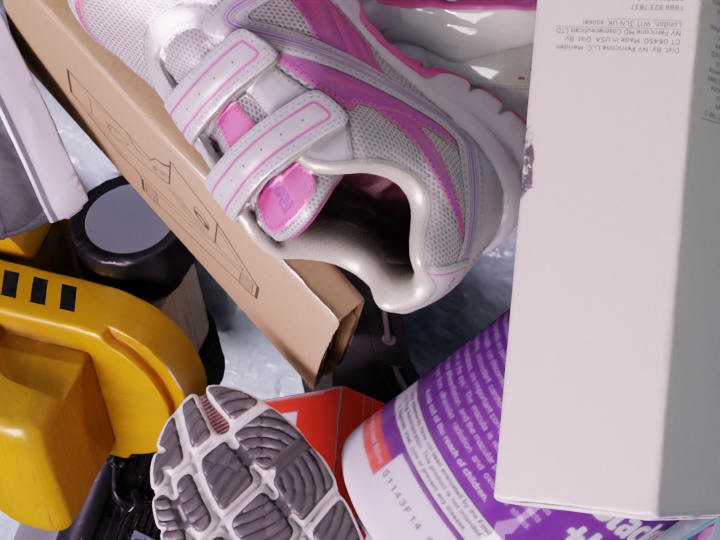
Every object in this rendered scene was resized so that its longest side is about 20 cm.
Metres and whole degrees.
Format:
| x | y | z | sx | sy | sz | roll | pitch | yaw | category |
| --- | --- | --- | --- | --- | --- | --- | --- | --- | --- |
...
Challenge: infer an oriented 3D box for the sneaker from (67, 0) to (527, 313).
| x | y | z | sx | sy | sz | roll | pitch | yaw | category |
| --- | --- | --- | --- | --- | --- | --- | --- | --- | --- |
| -0.026 | -0.059 | 0.992 | 0.200 | 0.088 | 0.081 | 33 | 131 | -4 | sneaker |

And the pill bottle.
| x | y | z | sx | sy | sz | roll | pitch | yaw | category |
| --- | --- | --- | --- | --- | --- | --- | --- | --- | --- |
| 0.100 | 0.055 | 1.097 | 0.200 | 0.111 | 0.111 | -38 | 115 | 15 | pill bottle |

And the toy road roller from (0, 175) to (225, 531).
| x | y | z | sx | sy | sz | roll | pitch | yaw | category |
| --- | --- | --- | --- | --- | --- | --- | --- | --- | --- |
| -0.167 | 0.033 | 1.260 | 0.200 | 0.146 | 0.123 | 13 | 142 | 18 | toy road roller |

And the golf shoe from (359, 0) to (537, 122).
| x | y | z | sx | sy | sz | roll | pitch | yaw | category |
| --- | --- | --- | --- | --- | --- | --- | --- | --- | --- |
| -0.010 | -0.081 | 1.067 | 0.200 | 0.075 | 0.092 | 6 | 120 | 28 | golf shoe |

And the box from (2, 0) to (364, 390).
| x | y | z | sx | sy | sz | roll | pitch | yaw | category |
| --- | --- | --- | --- | --- | --- | --- | --- | --- | --- |
| -0.075 | -0.042 | 1.106 | 0.200 | 0.021 | 0.163 | 48 | 170 | 6 | box |

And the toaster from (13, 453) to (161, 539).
| x | y | z | sx | sy | sz | roll | pitch | yaw | category |
| --- | --- | --- | --- | --- | --- | --- | --- | --- | --- |
| -0.099 | 0.187 | 1.393 | 0.181 | 0.200 | 0.119 | 29 | 148 | -18 | toaster |

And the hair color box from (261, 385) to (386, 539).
| x | y | z | sx | sy | sz | roll | pitch | yaw | category |
| --- | --- | --- | --- | --- | --- | --- | --- | --- | --- |
| 0.013 | 0.112 | 1.256 | 0.101 | 0.061 | 0.200 | -10 | 156 | 36 | hair color box |

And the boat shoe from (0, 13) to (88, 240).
| x | y | z | sx | sy | sz | roll | pitch | yaw | category |
| --- | --- | --- | --- | --- | --- | --- | --- | --- | --- |
| -0.179 | -0.099 | 1.133 | 0.200 | 0.057 | 0.069 | 65 | 172 | -24 | boat shoe |

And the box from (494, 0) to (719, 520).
| x | y | z | sx | sy | sz | roll | pitch | yaw | category |
| --- | --- | --- | --- | --- | --- | --- | --- | --- | --- |
| 0.102 | -0.010 | 0.995 | 0.068 | 0.200 | 0.082 | 5 | 177 | 27 | box |

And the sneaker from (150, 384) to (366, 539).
| x | y | z | sx | sy | sz | roll | pitch | yaw | category |
| --- | --- | --- | --- | --- | --- | --- | --- | --- | --- |
| -0.018 | 0.138 | 1.128 | 0.200 | 0.077 | 0.085 | 54 | 179 | 5 | sneaker |

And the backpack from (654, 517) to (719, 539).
| x | y | z | sx | sy | sz | roll | pitch | yaw | category |
| --- | --- | --- | --- | --- | --- | --- | --- | --- | --- |
| 0.130 | 0.152 | 1.186 | 0.200 | 0.127 | 0.167 | -33 | 120 | 4 | backpack |

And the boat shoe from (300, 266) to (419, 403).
| x | y | z | sx | sy | sz | roll | pitch | yaw | category |
| --- | --- | --- | --- | --- | --- | --- | --- | --- | --- |
| 0.000 | 0.000 | 1.200 | 0.057 | 0.067 | 0.200 | -13 | 144 | -9 | boat shoe |
